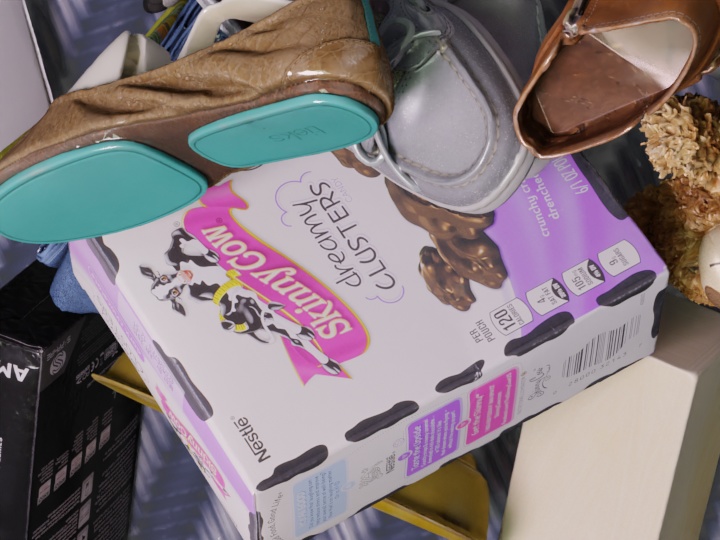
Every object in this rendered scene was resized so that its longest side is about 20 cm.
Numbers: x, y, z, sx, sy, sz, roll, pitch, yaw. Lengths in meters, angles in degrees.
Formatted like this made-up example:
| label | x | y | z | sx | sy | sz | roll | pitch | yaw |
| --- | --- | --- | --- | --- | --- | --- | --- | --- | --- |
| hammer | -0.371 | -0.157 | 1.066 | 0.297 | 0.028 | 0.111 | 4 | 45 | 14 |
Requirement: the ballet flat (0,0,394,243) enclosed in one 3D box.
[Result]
| label | x | y | z | sx | sy | sz | roll | pitch | yaw |
| --- | --- | --- | --- | --- | --- | --- | --- | --- | --- |
| ballet flat | -0.069 | -0.068 | 1.176 | 0.199 | 0.073 | 0.068 | -19 | 146 | 37 |

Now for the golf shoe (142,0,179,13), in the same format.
| label | x | y | z | sx | sy | sz | roll | pitch | yaw |
| --- | --- | --- | --- | --- | --- | --- | --- | --- | --- |
| golf shoe | -0.144 | -0.182 | 1.315 | 0.200 | 0.073 | 0.092 | 31 | 125 | -15 |

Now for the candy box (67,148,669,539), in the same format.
| label | x | y | z | sx | sy | sz | roll | pitch | yaw |
| --- | --- | --- | --- | --- | --- | --- | --- | --- | --- |
| candy box | 0.000 | 0.000 | 1.253 | 0.168 | 0.199 | 0.072 | 55 | 163 | 25 |

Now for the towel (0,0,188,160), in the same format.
| label | x | y | z | sx | sy | sz | roll | pitch | yaw |
| --- | --- | --- | --- | --- | --- | --- | --- | --- | --- |
| towel | -0.137 | -0.059 | 1.317 | 0.018 | 0.200 | 0.086 | 41 | 123 | 0 |

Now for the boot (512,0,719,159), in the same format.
| label | x | y | z | sx | sy | sz | roll | pitch | yaw |
| --- | --- | --- | --- | --- | --- | --- | --- | --- | --- |
| boot | 0.144 | -0.125 | 1.138 | 0.074 | 0.155 | 0.200 | 41 | 124 | 1 |

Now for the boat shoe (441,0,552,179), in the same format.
| label | x | y | z | sx | sy | sz | roll | pitch | yaw |
| --- | --- | --- | --- | --- | --- | --- | --- | --- | --- |
| boat shoe | 0.036 | -0.135 | 1.232 | 0.072 | 0.070 | 0.201 | -48 | 59 | 50 |

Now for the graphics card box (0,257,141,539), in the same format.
| label | x | y | z | sx | sy | sz | roll | pitch | yaw |
| --- | --- | --- | --- | --- | --- | --- | --- | --- | --- |
| graphics card box | -0.152 | 0.094 | 1.438 | 0.051 | 0.125 | 0.201 | 18 | 119 | 17 |

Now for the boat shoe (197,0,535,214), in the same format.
| label | x | y | z | sx | sy | sz | roll | pitch | yaw |
| --- | --- | --- | --- | --- | --- | --- | --- | --- | --- |
| boat shoe | -0.012 | -0.095 | 1.193 | 0.202 | 0.065 | 0.075 | 47 | 115 | 26 |

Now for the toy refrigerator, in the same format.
| label | x | y | z | sx | sy | sz | roll | pitch | yaw |
| --- | --- | --- | --- | --- | --- | --- | --- | --- | --- |
| toy refrigerator | 0.113 | 0.107 | 1.359 | 0.076 | 0.070 | 0.201 | 22 | 119 | 22 |

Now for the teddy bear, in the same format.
| label | x | y | z | sx | sy | sz | roll | pitch | yaw |
| --- | --- | --- | --- | --- | --- | --- | --- | --- | --- |
| teddy bear | 0.189 | -0.047 | 1.232 | 0.200 | 0.145 | 0.067 | -37 | 50 | 28 |

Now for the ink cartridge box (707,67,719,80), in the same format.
| label | x | y | z | sx | sy | sz | roll | pitch | yaw |
| --- | --- | --- | --- | --- | --- | --- | --- | --- | --- |
| ink cartridge box | 0.123 | -0.200 | 1.231 | 0.199 | 0.041 | 0.200 | 29 | 121 | 11 |

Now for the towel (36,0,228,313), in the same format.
| label | x | y | z | sx | sy | sz | roll | pitch | yaw |
| --- | --- | --- | --- | --- | --- | --- | --- | --- | --- |
| towel | -0.061 | -0.061 | 1.347 | 0.200 | 0.111 | 0.049 | -54 | 46 | 32 |

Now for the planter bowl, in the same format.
| label | x | y | z | sx | sy | sz | roll | pitch | yaw |
| --- | --- | --- | --- | --- | --- | --- | --- | --- | --- |
| planter bowl | -0.015 | 0.051 | 1.355 | 0.200 | 0.200 | 0.084 | 22 | 85 | 14 |

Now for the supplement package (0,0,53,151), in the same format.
| label | x | y | z | sx | sy | sz | roll | pitch | yaw |
| --- | --- | --- | --- | --- | --- | --- | --- | --- | --- |
| supplement package | -0.244 | -0.118 | 1.355 | 0.111 | 0.156 | 0.201 | 1 | 114 | 40 |
